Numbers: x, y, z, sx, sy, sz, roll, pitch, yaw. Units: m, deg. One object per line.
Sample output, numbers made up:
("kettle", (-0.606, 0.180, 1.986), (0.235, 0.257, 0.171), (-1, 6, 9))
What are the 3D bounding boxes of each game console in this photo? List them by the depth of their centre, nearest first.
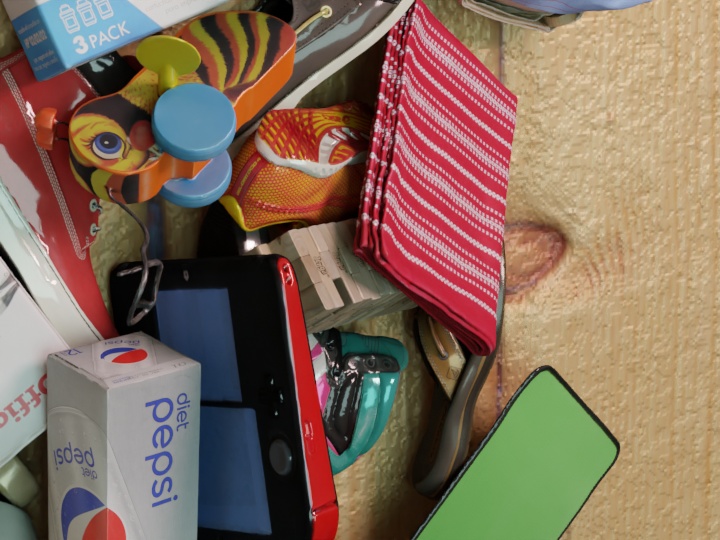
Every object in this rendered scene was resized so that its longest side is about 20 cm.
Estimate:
("game console", (-0.086, 0.080, 1.263), (0.031, 0.200, 0.177), (-15, 97, -34))

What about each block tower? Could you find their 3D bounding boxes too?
("block tower", (0.000, 0.000, 1.322), (0.200, 0.054, 0.058), (-15, 78, -56))

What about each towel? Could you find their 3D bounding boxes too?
("towel", (0.054, -0.061, 1.341), (0.145, 0.022, 0.200), (40, 48, -44))

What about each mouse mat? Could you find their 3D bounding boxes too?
("mouse mat", (0.097, 0.171, 1.468), (0.200, 0.008, 0.161), (-54, 143, -8))

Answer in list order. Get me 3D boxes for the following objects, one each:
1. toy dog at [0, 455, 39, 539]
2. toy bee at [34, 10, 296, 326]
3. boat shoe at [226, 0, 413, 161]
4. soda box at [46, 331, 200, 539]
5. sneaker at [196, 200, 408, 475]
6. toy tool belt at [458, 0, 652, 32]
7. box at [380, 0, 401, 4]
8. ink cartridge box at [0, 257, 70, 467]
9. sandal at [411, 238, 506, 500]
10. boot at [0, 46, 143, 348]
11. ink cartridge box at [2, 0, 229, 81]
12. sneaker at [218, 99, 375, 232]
("toy dog", (-0.203, 0.192, 1.303), (0.200, 0.096, 0.132), (35, 85, -29))
("toy bee", (-0.122, -0.082, 1.202), (0.109, 0.200, 0.131), (26, 130, 7))
("boat shoe", (-0.038, -0.152, 1.318), (0.201, 0.072, 0.061), (-45, 122, -8))
("soda box", (-0.139, 0.142, 1.246), (0.068, 0.063, 0.200), (-14, 116, -39))
("sneaker", (-0.032, 0.044, 1.363), (0.121, 0.084, 0.200), (-12, 104, -27))
("toy tool belt", (0.144, -0.211, 1.368), (0.200, 0.123, 0.125), (3, 101, -28))
("box", (0.000, -0.244, 1.242), (0.044, 0.200, 0.160), (29, 89, -29))
("ink cartridge box", (-0.274, 0.030, 1.227), (0.145, 0.084, 0.200), (-40, 112, -15))
("sandal", (0.057, 0.054, 1.427), (0.055, 0.082, 0.200), (14, 103, -7))
("boot", (-0.160, -0.049, 1.284), (0.144, 0.072, 0.200), (-34, 112, -18))
("ink cartridge box", (-0.166, -0.223, 1.212), (0.115, 0.068, 0.200), (-26, 98, -20))
("sneaker", (-0.019, -0.061, 1.336), (0.200, 0.073, 0.077), (-1, 136, -53))
